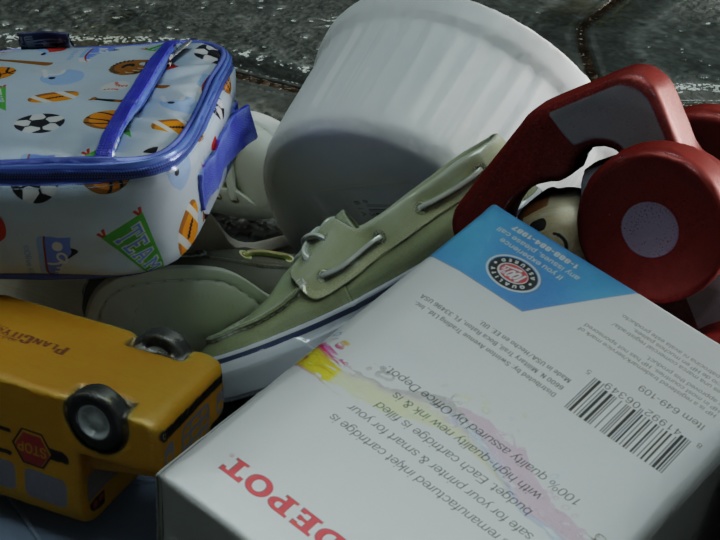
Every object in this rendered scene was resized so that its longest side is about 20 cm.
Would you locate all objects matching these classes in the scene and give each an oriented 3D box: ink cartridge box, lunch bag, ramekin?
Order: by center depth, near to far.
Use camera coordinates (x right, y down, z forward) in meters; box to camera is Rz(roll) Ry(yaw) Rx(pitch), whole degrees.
[{"bbox_3d":[0.038,0.107,0.661,0.146,0.146,0.200,34,51,24],"label":"ink cartridge box"},{"bbox_3d":[-0.138,-0.064,0.849,0.159,0.076,0.200,-2,25,7],"label":"lunch bag"},{"bbox_3d":[0.042,-0.049,0.949,0.200,0.201,0.098,17,55,27],"label":"ramekin"}]

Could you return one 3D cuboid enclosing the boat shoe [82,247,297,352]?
[{"bbox_3d":[-0.065,0.022,0.903,0.201,0.072,0.060,8,26,-38],"label":"boat shoe"}]

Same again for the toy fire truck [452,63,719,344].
[{"bbox_3d":[0.115,0.020,0.760,0.167,0.201,0.112,-22,6,29],"label":"toy fire truck"}]

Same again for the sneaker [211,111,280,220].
[{"bbox_3d":[-0.121,-0.063,1.105,0.199,0.073,0.085,9,26,38],"label":"sneaker"}]

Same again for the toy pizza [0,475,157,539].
[{"bbox_3d":[-0.172,0.112,0.807,0.199,0.032,0.200,2,30,-1],"label":"toy pizza"}]

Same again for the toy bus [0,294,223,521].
[{"bbox_3d":[-0.163,0.057,0.778,0.199,0.079,0.065,15,31,20],"label":"toy bus"}]

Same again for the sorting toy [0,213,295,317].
[{"bbox_3d":[-0.132,-0.013,0.994,0.199,0.107,0.180,15,19,41],"label":"sorting toy"}]

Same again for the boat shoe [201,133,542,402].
[{"bbox_3d":[0.000,0.000,0.844,0.199,0.062,0.072,-28,4,2],"label":"boat shoe"}]
